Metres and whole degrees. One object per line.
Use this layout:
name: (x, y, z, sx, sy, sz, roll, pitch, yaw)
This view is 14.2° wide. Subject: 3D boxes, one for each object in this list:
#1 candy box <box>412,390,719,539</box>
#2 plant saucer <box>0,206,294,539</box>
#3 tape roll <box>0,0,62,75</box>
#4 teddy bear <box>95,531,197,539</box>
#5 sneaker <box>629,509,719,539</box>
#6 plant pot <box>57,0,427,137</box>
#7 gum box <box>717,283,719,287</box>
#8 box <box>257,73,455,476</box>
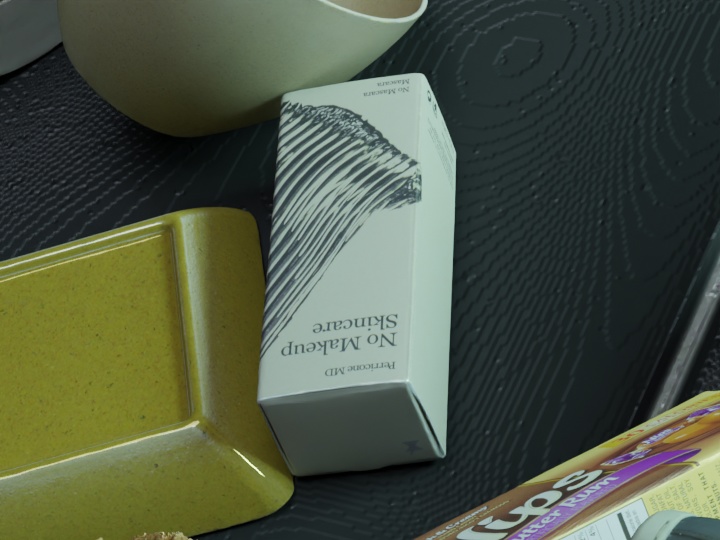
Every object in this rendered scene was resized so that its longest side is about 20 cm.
candy box: (0.101, 0.109, 1.174, 0.200, 0.056, 0.117, -23, 6, -24)
plant saucer: (-0.144, 0.054, 1.459, 0.200, 0.048, 0.200, -15, 49, 6)
tape roll: (-0.240, -0.222, 1.618, 0.203, 0.203, 0.139, -36, 50, -11)
teddy bear: (-0.096, 0.219, 1.305, 0.145, 0.067, 0.200, -23, 54, 13)
sneaker: (0.146, 0.196, 1.077, 0.106, 0.200, 0.075, 13, 22, 35)
plant pot: (-0.084, -0.149, 1.531, 0.134, 0.200, 0.200, -51, 44, 23)
gum box: (0.257, -0.028, 1.305, 0.200, 0.066, 0.114, -48, 14, 3)
box: (0.000, 0.000, 1.437, 0.082, 0.068, 0.200, -9, 49, 13)
